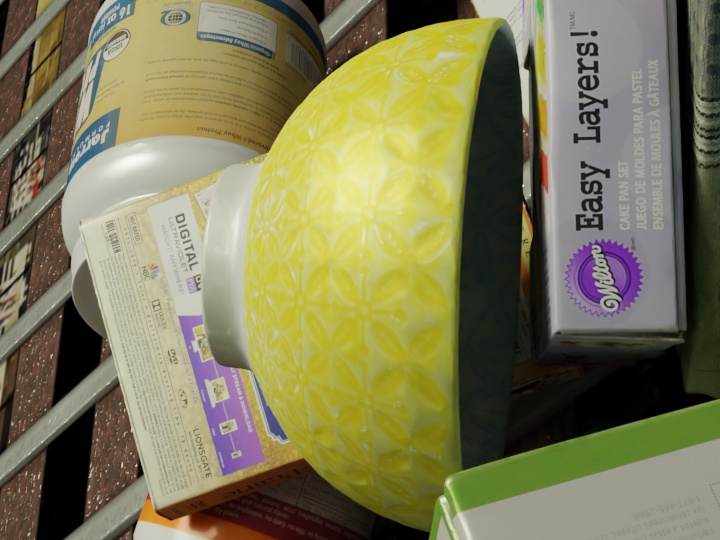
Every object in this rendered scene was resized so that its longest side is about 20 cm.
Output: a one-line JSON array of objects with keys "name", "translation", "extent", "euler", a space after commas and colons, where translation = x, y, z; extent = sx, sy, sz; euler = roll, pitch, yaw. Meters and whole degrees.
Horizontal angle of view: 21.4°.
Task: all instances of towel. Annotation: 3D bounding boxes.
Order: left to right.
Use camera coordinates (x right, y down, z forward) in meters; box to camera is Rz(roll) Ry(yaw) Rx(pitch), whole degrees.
[{"name": "towel", "translation": [0.130, -0.080, 0.713], "extent": [0.193, 0.034, 0.200], "euler": [-87, -4, -62]}]

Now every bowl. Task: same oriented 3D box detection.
[{"name": "bowl", "translation": [0.000, 0.000, 0.734], "extent": [0.200, 0.107, 0.201], "euler": [4, -90, -79]}]

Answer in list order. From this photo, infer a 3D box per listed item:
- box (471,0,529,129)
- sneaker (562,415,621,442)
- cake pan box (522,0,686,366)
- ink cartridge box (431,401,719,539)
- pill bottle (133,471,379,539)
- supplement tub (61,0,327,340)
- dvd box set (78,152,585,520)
[{"name": "box", "translation": [0.118, -0.129, 0.911], "extent": [0.119, 0.041, 0.200], "euler": [-49, 34, 25]}, {"name": "sneaker", "translation": [0.081, 0.117, 0.713], "extent": [0.200, 0.077, 0.111], "euler": [-24, 51, 37]}, {"name": "cake pan box", "translation": [0.090, -0.058, 0.732], "extent": [0.200, 0.052, 0.185], "euler": [54, -143, -84]}, {"name": "ink cartridge box", "translation": [0.120, 0.144, 0.559], "extent": [0.076, 0.148, 0.200], "euler": [94, 159, -61]}, {"name": "pill bottle", "translation": [-0.027, 0.058, 0.922], "extent": [0.110, 0.109, 0.200], "euler": [-2, 65, 58]}, {"name": "supplement tub", "translation": [-0.094, -0.063, 1.095], "extent": [0.145, 0.145, 0.200], "euler": [-38, 37, 39]}, {"name": "dvd box set", "translation": [-0.016, 0.012, 0.859], "extent": [0.200, 0.029, 0.147], "euler": [-21, 70, 5]}]
